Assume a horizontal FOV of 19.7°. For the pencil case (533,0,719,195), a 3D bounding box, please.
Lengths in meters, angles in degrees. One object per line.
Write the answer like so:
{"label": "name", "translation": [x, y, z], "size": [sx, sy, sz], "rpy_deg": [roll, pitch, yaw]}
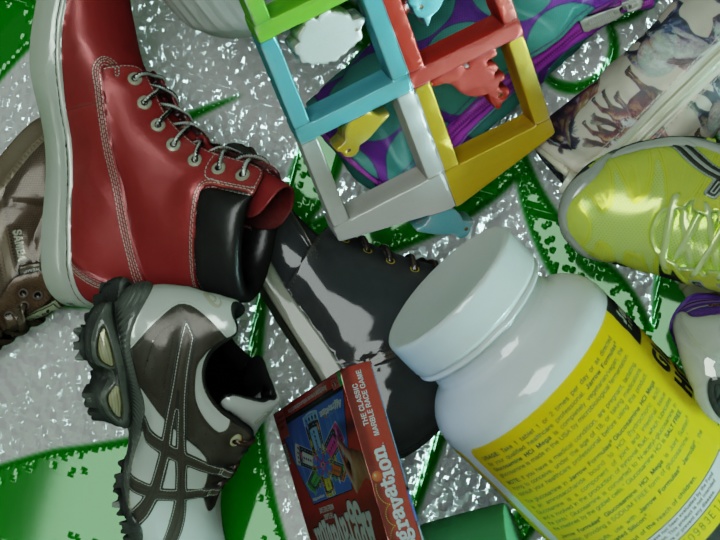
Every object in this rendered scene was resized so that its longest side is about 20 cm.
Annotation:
{"label": "pencil case", "translation": [0.180, -0.109, 1.115], "size": [0.200, 0.089, 0.078], "rpy_deg": [-45, 84, 4]}

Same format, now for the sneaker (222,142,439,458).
{"label": "sneaker", "translation": [0.000, 0.000, 1.150], "size": [0.106, 0.075, 0.201], "rpy_deg": [-31, 84, -6]}

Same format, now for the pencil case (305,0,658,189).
{"label": "pencil case", "translation": [0.068, -0.121, 1.133], "size": [0.200, 0.085, 0.093], "rpy_deg": [-41, 51, 4]}

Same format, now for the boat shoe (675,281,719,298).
{"label": "boat shoe", "translation": [0.240, -0.064, 1.114], "size": [0.200, 0.072, 0.065], "rpy_deg": [-40, 83, 9]}

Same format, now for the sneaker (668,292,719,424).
{"label": "sneaker", "translation": [0.251, 0.052, 1.085], "size": [0.199, 0.084, 0.081], "rpy_deg": [21, 109, -20]}

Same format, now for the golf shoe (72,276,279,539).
{"label": "golf shoe", "translation": [-0.085, 0.094, 1.101], "size": [0.093, 0.078, 0.201], "rpy_deg": [-3, 129, 12]}

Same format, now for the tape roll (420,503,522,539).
{"label": "tape roll", "translation": [0.077, 0.221, 1.050], "size": [0.048, 0.200, 0.202], "rpy_deg": [-15, 84, 5]}

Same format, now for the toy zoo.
{"label": "toy zoo", "translation": [0.021, -0.102, 1.058], "size": [0.130, 0.020, 0.201], "rpy_deg": [-27, 122, -7]}

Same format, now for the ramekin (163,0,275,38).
{"label": "ramekin", "translation": [-0.038, -0.207, 1.105], "size": [0.201, 0.203, 0.095], "rpy_deg": [-28, 117, 5]}

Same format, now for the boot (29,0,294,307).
{"label": "boot", "translation": [-0.099, -0.083, 1.100], "size": [0.143, 0.072, 0.202], "rpy_deg": [-3, 91, 28]}

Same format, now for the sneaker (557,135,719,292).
{"label": "sneaker", "translation": [0.199, -0.020, 1.049], "size": [0.198, 0.076, 0.076], "rpy_deg": [7, 107, 6]}

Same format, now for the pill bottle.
{"label": "pill bottle", "translation": [0.112, 0.076, 1.070], "size": [0.112, 0.112, 0.200], "rpy_deg": [-45, 104, 3]}

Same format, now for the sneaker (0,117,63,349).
{"label": "sneaker", "translation": [-0.206, 0.012, 1.170], "size": [0.075, 0.070, 0.201], "rpy_deg": [34, 92, 8]}

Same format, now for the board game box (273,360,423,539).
{"label": "board game box", "translation": [-0.008, 0.111, 1.073], "size": [0.019, 0.200, 0.104], "rpy_deg": [-16, 83, -14]}
